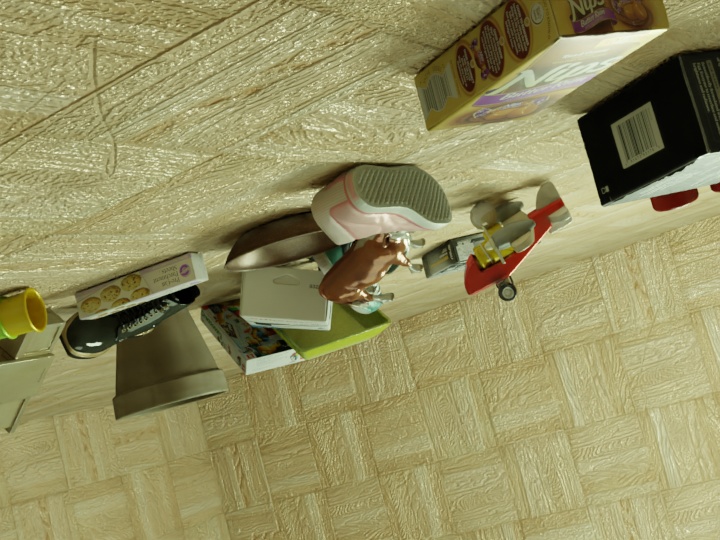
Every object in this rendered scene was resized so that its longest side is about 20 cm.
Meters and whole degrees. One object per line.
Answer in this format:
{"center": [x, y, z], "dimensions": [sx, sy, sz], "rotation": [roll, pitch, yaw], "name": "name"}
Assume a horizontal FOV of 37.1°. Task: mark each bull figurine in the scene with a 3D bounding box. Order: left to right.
{"center": [0.026, -0.017, 1.548], "dimensions": [0.121, 0.066, 0.200], "rotation": [22, 130, -39], "name": "bull figurine"}

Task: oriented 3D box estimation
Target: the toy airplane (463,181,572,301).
{"center": [0.244, -0.068, 1.735], "dimensions": [0.200, 0.141, 0.200], "rotation": [-56, -174, -32], "name": "toy airplane"}

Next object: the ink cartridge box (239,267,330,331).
{"center": [-0.120, 0.050, 1.795], "dimensions": [0.143, 0.085, 0.200], "rotation": [4, 172, 0], "name": "ink cartridge box"}

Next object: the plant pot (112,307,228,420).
{"center": [-0.344, 0.150, 1.848], "dimensions": [0.197, 0.176, 0.200], "rotation": [-16, 173, -2], "name": "plant pot"}

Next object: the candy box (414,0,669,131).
{"center": [0.143, -0.179, 0.892], "dimensions": [0.115, 0.057, 0.200], "rotation": [-11, 170, -28], "name": "candy box"}

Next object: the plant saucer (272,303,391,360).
{"center": [-0.077, 0.091, 1.962], "dimensions": [0.198, 0.048, 0.200], "rotation": [-16, -143, -31], "name": "plant saucer"}

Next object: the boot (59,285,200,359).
{"center": [-0.353, 0.065, 1.648], "dimensions": [0.137, 0.078, 0.199], "rotation": [-25, -178, 32], "name": "boot"}

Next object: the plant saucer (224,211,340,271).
{"center": [-0.095, -0.044, 1.475], "dimensions": [0.198, 0.037, 0.200], "rotation": [-15, 172, -2], "name": "plant saucer"}

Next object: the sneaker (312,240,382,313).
{"center": [0.000, 0.000, 1.651], "dimensions": [0.079, 0.072, 0.200], "rotation": [-24, 143, 14], "name": "sneaker"}

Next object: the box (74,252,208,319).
{"center": [-0.309, 0.023, 1.506], "dimensions": [0.198, 0.042, 0.039], "rotation": [-17, 173, 19], "name": "box"}

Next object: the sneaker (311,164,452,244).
{"center": [0.021, -0.077, 1.311], "dimensions": [0.104, 0.076, 0.199], "rotation": [-26, 160, 36], "name": "sneaker"}

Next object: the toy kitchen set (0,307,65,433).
{"center": [-0.570, 0.118, 1.542], "dimensions": [0.202, 0.180, 0.163], "rotation": [-60, 161, 15], "name": "toy kitchen set"}

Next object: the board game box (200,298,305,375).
{"center": [-0.199, 0.116, 1.984], "dimensions": [0.125, 0.035, 0.200], "rotation": [-12, -146, -30], "name": "board game box"}

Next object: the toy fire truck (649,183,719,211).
{"center": [0.467, -0.170, 1.515], "dimensions": [0.198, 0.113, 0.168], "rotation": [-17, -169, 20], "name": "toy fire truck"}

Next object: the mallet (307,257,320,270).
{"center": [-0.070, -0.014, 1.784], "dimensions": [0.065, 0.042, 0.200], "rotation": [-16, 168, 21], "name": "mallet"}

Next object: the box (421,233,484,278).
{"center": [0.243, -0.040, 2.180], "dimensions": [0.197, 0.049, 0.158], "rotation": [-13, 172, -22], "name": "box"}

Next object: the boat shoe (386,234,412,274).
{"center": [0.026, -0.029, 1.724], "dimensions": [0.065, 0.074, 0.202], "rotation": [-51, -175, -33], "name": "boat shoe"}

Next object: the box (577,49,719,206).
{"center": [0.397, -0.170, 1.256], "dimensions": [0.198, 0.119, 0.196], "rotation": [-11, 171, -26], "name": "box"}

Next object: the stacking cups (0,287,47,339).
{"center": [-0.514, 0.073, 1.402], "dimensions": [0.197, 0.061, 0.060], "rotation": [-13, 173, 7], "name": "stacking cups"}
